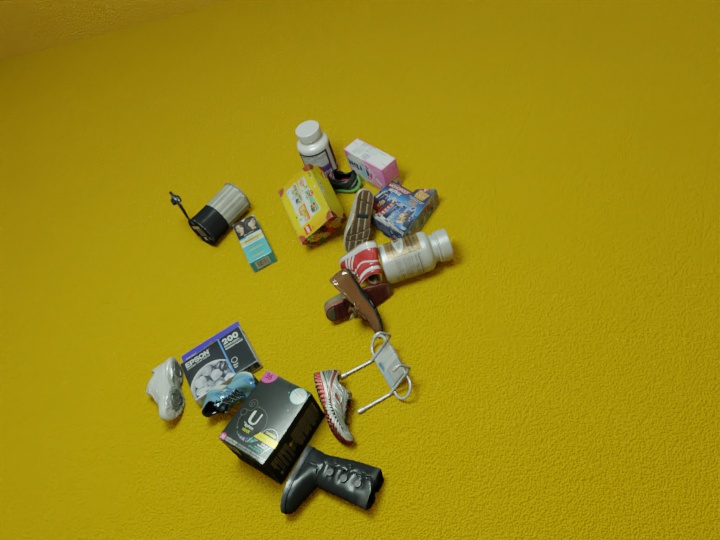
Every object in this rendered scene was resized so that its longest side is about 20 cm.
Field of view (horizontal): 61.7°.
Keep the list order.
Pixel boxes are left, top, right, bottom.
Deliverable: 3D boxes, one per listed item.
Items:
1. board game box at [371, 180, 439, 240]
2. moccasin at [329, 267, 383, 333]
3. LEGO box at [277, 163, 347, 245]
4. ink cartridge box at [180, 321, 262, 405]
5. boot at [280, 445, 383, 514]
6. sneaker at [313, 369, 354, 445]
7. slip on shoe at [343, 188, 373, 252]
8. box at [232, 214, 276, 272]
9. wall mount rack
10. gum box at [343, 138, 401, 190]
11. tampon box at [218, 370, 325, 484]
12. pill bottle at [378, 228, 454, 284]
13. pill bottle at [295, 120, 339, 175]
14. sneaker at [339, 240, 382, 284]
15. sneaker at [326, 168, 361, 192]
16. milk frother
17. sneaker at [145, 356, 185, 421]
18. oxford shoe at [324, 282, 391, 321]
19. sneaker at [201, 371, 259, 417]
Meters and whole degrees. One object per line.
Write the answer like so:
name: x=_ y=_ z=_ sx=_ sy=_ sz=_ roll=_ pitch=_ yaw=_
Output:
board game box: x=0.136 y=-0.190 z=1.858 sx=0.200 sy=0.062 sz=0.200 roll=-41 pitch=51 yaw=-17
moccasin: x=-0.009 y=0.092 z=1.612 sx=0.077 sy=0.202 sz=0.074 roll=-36 pitch=11 yaw=2
LEGO box: x=-0.150 y=-0.202 z=1.864 sx=0.149 sy=0.077 sz=0.201 roll=-37 pitch=69 yaw=30
ink cartridge box: x=-0.401 y=0.248 z=1.694 sx=0.197 sy=0.044 sz=0.200 roll=-33 pitch=48 yaw=-9
boot: x=-0.064 y=0.502 z=1.367 sx=0.198 sy=0.066 sz=0.166 roll=13 pitch=59 yaw=22
sneaker: x=-0.052 y=0.330 z=1.482 sx=0.081 sy=0.078 sz=0.201 roll=-16 pitch=60 yaw=-11
slip on shoe: x=-0.006 y=-0.151 z=1.828 sx=0.075 sy=0.202 sz=0.061 roll=8 pitch=11 yaw=-9
box: x=-0.342 y=-0.090 z=1.942 sx=0.082 sy=0.049 sz=0.200 roll=-28 pitch=49 yaw=-6
wall mount rack: x=0.040 y=0.258 z=1.524 sx=0.174 sy=0.074 sz=0.200 roll=-55 pitch=44 yaw=23
gum box: x=0.037 y=-0.343 z=1.979 sx=0.066 sy=0.114 sz=0.200 roll=-41 pitch=52 yaw=-17
tampon box: x=-0.211 y=0.378 z=1.467 sx=0.149 sy=0.127 sz=0.201 roll=19 pitch=60 yaw=29
pill bottle: x=0.155 y=-0.045 z=1.698 sx=0.198 sy=0.115 sz=0.115 roll=-18 pitch=49 yaw=3
pill bottle: x=-0.149 y=-0.399 z=2.028 sx=0.110 sy=0.201 sz=0.112 roll=-9 pitch=49 yaw=11
sneaker: x=0.000 y=0.000 z=1.706 sx=0.071 sy=0.200 sz=0.113 roll=-7 pitch=76 yaw=-25
sneaker: x=-0.097 y=-0.298 z=2.005 sx=0.198 sy=0.084 sz=0.077 roll=-9 pitch=44 yaw=10
milk frother: x=-0.507 y=-0.225 z=2.009 sx=0.180 sy=0.201 sz=0.188 roll=21 pitch=60 yaw=35
sneaker: x=-0.541 y=0.338 z=1.655 sx=0.099 sy=0.078 sz=0.201 roll=-25 pitch=39 yaw=6
oxford shoe: x=-0.012 y=0.072 z=1.692 sx=0.198 sy=0.071 sz=0.075 roll=-19 pitch=31 yaw=-7
sneaker: x=-0.329 y=0.329 z=1.540 sx=0.199 sy=0.079 sz=0.090 roll=-30 pitch=17 yaw=29
